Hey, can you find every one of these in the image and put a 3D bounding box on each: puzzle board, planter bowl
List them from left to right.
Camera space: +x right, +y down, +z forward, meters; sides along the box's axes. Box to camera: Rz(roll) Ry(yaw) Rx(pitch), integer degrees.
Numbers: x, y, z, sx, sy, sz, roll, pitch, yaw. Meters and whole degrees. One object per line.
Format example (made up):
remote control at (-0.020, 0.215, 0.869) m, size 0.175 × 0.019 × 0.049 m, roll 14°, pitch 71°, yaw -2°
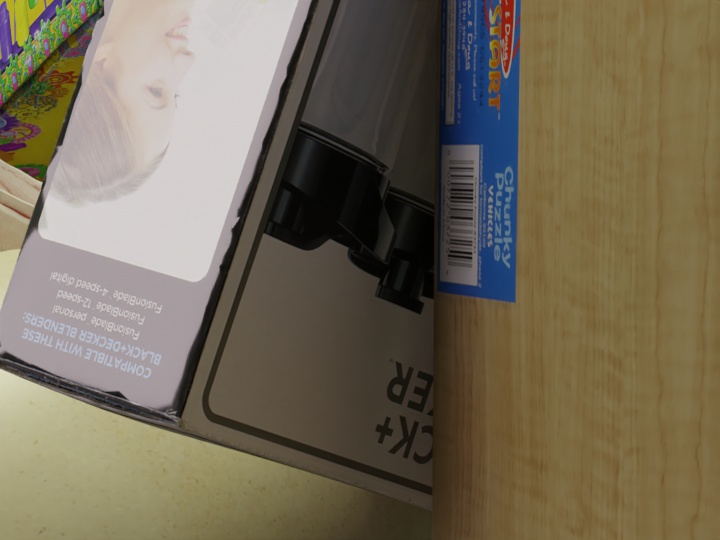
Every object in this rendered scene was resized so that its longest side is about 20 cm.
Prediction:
planter bowl at (-0.059, 0.073, 0.787) m, size 0.134 × 0.201 × 0.200 m, roll -33°, pitch 2°, yaw -15°
puzzle board at (0.044, 0.022, 0.508) m, size 0.151 × 0.017 × 0.201 m, roll -175°, pitch 86°, yaw -73°

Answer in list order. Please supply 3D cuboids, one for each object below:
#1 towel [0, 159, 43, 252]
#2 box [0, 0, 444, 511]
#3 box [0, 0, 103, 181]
towel at (-0.099, 0.082, 0.898) m, size 0.200 × 0.190 × 0.032 m, roll -57°, pitch 8°, yaw 22°
box at (0.008, -0.055, 0.621) m, size 0.060 × 0.116 × 0.201 m, roll 16°, pitch 84°, yaw 39°
box at (-0.073, -0.152, 1.001) m, size 0.200 × 0.121 × 0.194 m, roll -32°, pitch 65°, yaw 60°
